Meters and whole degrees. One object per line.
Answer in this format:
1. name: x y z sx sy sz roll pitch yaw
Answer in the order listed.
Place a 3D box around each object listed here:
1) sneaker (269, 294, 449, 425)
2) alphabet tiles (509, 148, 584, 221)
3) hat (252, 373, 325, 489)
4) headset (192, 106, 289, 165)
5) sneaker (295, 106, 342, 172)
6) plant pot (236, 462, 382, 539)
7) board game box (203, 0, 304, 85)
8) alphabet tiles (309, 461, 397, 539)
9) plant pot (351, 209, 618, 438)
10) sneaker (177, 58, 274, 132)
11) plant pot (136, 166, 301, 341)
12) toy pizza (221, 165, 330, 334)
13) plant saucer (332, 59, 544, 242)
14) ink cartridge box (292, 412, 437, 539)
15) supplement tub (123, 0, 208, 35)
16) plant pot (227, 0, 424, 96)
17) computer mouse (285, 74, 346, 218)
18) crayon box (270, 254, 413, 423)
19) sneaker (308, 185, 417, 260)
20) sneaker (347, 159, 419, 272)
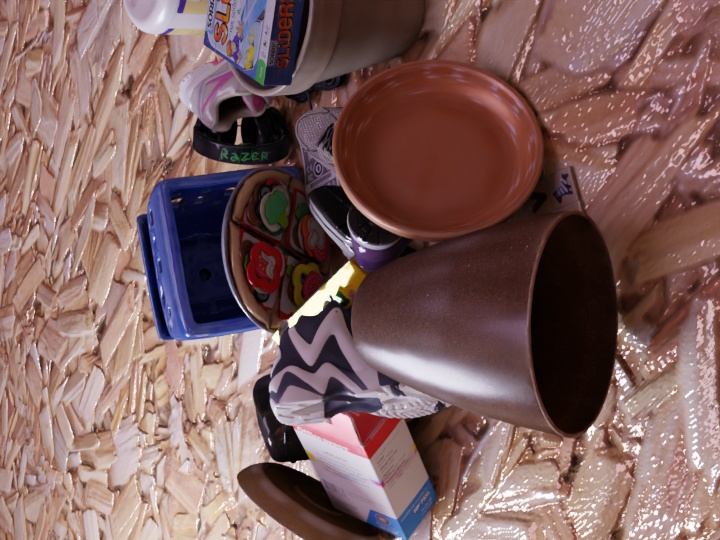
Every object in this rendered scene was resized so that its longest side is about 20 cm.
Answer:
1. sneaker: 0.006 0.078 1.052 0.080 0.198 0.130 79 -176 -59
2. alphabet tiles: 0.152 -0.023 1.043 0.200 0.006 0.167 -25 75 54
3. hat: -0.089 0.174 1.287 0.201 0.080 0.202 171 90 -89
4. headset: -0.158 -0.195 1.370 0.200 0.123 0.095 -116 29 -63
5. sneaker: -0.005 -0.143 1.158 0.199 0.082 0.078 25 92 42
6. plant pot: -0.053 0.279 1.239 0.200 0.200 0.028 31 92 49
7. board game box: -0.099 -0.299 1.032 0.135 0.034 0.201 39 126 46
8. alphabet tiles: -0.009 0.256 1.324 0.167 0.008 0.201 -53 54 45
9. plant pot: 0.098 0.043 0.925 0.199 0.187 0.188 0 96 35
10. sneaker: -0.126 -0.239 1.295 0.200 0.081 0.088 -37 60 13
11. plant pot: -0.181 -0.011 1.368 0.180 0.199 0.201 -23 77 60
12. toy pizza: -0.088 -0.024 1.237 0.032 0.200 0.202 -7 90 34
13. plant saucer: 0.073 -0.111 0.999 0.038 0.199 0.201 89 158 -63
14. ink cartridge box: -0.002 0.193 1.154 0.116 0.067 0.201 14 138 40
15. supplement tub: -0.179 -0.363 1.296 0.145 0.199 0.146 13 106 53
16. plant pot: -0.034 -0.287 1.122 0.200 0.173 0.201 13 106 53
17. computer mouse: -0.041 -0.152 1.272 0.109 0.044 0.201 -23 72 48
18. crayon box: 0.016 0.080 1.142 0.173 0.058 0.200 44 140 -2
19. sneaker: 0.000 0.000 1.187 0.200 0.075 0.116 45 133 24
20. sneaker: 0.050 -0.086 1.057 0.076 0.200 0.088 31 156 16
